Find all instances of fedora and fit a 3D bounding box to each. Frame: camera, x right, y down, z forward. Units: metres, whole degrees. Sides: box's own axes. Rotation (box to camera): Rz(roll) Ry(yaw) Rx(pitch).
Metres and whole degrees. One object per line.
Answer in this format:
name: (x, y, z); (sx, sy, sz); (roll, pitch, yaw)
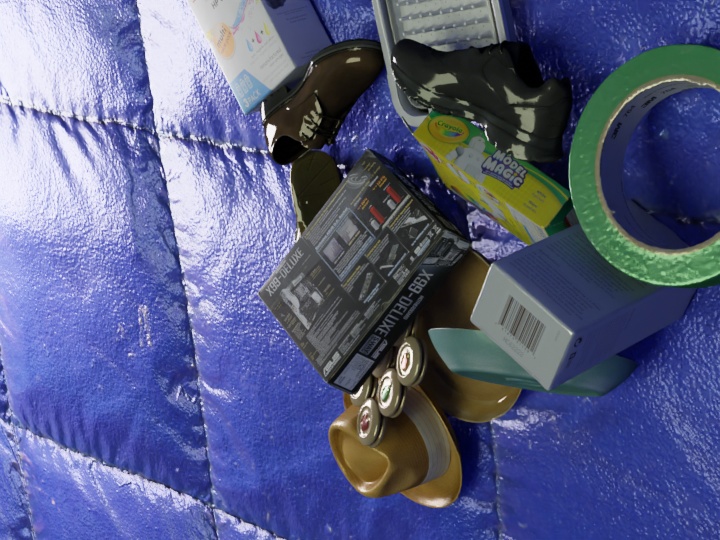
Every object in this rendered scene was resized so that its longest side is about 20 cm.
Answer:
fedora: (0.025, 0.190, 1.838); (0.200, 0.081, 0.202); (37, 142, 35)

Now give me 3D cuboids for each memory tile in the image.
memory tile: (0.018, 0.068, 1.772); (0.154, 0.017, 0.201); (-58, 33, 40)

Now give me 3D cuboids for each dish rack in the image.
dish rack: (0.085, -0.244, 1.623); (0.171, 0.043, 0.202); (0, 107, 50)

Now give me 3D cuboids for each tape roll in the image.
tape roll: (0.273, -0.087, 1.419); (0.199, 0.048, 0.203); (-2, 87, 35)

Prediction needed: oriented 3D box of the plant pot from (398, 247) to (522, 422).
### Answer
plant pot: (0.105, 0.058, 1.753); (0.199, 0.027, 0.202); (24, 124, 40)

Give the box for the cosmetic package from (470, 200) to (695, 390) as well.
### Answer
cosmetic package: (0.203, 0.018, 1.485); (0.101, 0.199, 0.072); (42, 134, 27)

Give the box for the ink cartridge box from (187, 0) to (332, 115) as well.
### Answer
ink cartridge box: (-0.120, -0.286, 1.817); (0.115, 0.067, 0.201); (-35, 80, 50)

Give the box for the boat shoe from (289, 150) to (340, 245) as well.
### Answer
boat shoe: (-0.038, -0.029, 1.833); (0.071, 0.066, 0.203); (-6, 92, 9)

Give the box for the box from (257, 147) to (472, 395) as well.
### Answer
box: (0.000, 0.000, 1.726); (0.201, 0.050, 0.158); (-53, 47, 11)

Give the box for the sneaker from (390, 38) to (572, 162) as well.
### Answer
sneaker: (0.115, -0.176, 1.544); (0.199, 0.076, 0.092); (31, 117, 27)

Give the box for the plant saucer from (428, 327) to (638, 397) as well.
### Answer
plant saucer: (0.158, 0.089, 1.576); (0.199, 0.199, 0.036); (3, 80, 48)

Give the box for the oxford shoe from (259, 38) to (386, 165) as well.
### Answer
oxford shoe: (-0.032, -0.169, 1.747); (0.200, 0.072, 0.085); (-39, 48, 48)

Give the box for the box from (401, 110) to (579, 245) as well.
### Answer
box: (0.128, -0.083, 1.599); (0.199, 0.048, 0.117); (36, 173, 30)
